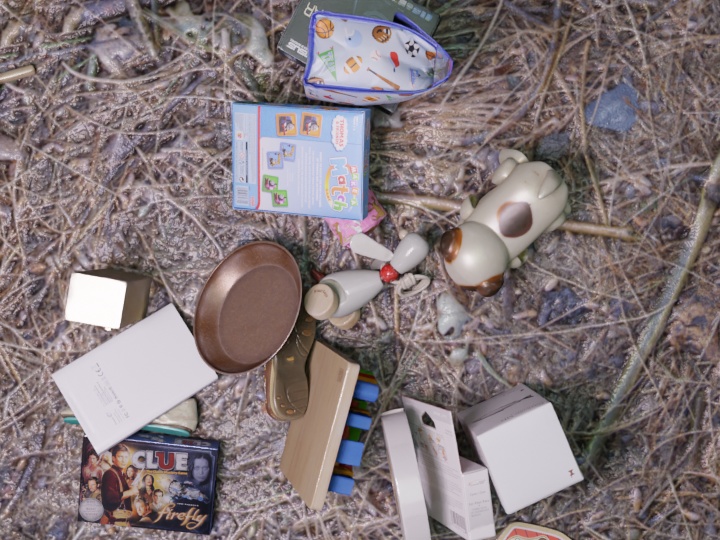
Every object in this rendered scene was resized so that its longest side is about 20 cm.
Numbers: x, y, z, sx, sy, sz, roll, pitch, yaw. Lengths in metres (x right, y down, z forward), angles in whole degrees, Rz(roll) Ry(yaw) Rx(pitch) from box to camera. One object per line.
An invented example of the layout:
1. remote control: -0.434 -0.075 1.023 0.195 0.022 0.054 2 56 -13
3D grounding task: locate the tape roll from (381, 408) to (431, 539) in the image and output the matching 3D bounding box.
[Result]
1. tape roll: 0.064 0.301 1.430 0.036 0.203 0.206 -11 92 -1

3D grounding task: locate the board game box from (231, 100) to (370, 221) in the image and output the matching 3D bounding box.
1. board game box: -0.085 -0.155 1.419 0.197 0.037 0.154 7 107 17

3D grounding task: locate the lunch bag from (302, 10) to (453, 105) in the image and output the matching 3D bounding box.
1. lunch bag: 0.024 -0.288 1.388 0.196 0.170 0.126 8 96 -2

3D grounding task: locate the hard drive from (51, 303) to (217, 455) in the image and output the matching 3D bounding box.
1. hard drive: -0.324 0.155 1.457 0.198 0.025 0.133 -32 80 -19

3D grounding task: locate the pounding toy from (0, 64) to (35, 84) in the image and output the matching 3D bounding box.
1. pounding toy: -0.601 -0.235 1.439 0.182 0.142 0.202 24 101 -2

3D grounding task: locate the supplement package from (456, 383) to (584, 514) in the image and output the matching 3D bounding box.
1. supplement package: 0.221 0.247 1.434 0.115 0.200 0.119 -23 92 -2

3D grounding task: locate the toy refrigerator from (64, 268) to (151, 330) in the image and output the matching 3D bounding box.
1. toy refrigerator: -0.348 0.040 1.407 0.075 0.200 0.071 10 91 -3

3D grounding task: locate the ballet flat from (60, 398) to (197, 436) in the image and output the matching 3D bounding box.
1. ballet flat: -0.337 0.204 1.488 0.196 0.068 0.063 8 71 -9

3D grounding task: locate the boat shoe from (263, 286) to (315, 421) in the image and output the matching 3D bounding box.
1. boat shoe: -0.113 0.120 1.481 0.071 0.067 0.204 13 72 -30

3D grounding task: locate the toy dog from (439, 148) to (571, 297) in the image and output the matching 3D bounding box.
1. toy dog: 0.204 -0.054 1.438 0.200 0.194 0.140 -45 105 -7

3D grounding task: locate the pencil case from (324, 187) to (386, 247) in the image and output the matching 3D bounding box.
1. pencil case: -0.046 -0.131 1.475 0.082 0.086 0.201 -37 91 -19

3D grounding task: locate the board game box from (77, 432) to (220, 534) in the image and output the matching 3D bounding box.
1. board game box: -0.311 0.310 1.486 0.196 0.035 0.138 6 101 -2

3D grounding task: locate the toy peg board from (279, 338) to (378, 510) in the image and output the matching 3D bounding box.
1. toy peg board: -0.026 0.220 1.436 0.096 0.199 0.203 14 91 -18

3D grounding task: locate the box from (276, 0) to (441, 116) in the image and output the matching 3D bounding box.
1. box: -0.002 -0.349 1.491 0.198 0.044 0.162 29 90 -3

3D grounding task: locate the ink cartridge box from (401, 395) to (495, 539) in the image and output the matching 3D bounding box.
1. ink cartridge box: 0.123 0.271 1.430 0.044 0.200 0.179 -9 92 -16

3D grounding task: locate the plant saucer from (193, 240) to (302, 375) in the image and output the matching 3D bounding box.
1. plant saucer: -0.155 0.057 1.454 0.198 0.037 0.204 -16 61 30

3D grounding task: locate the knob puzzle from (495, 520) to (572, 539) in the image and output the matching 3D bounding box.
1. knob puzzle: 0.265 0.478 1.526 0.216 0.030 0.224 0 91 -2

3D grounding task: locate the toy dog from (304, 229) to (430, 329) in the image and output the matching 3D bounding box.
1. toy dog: 0.000 0.000 1.474 0.198 0.132 0.097 -27 62 -8
